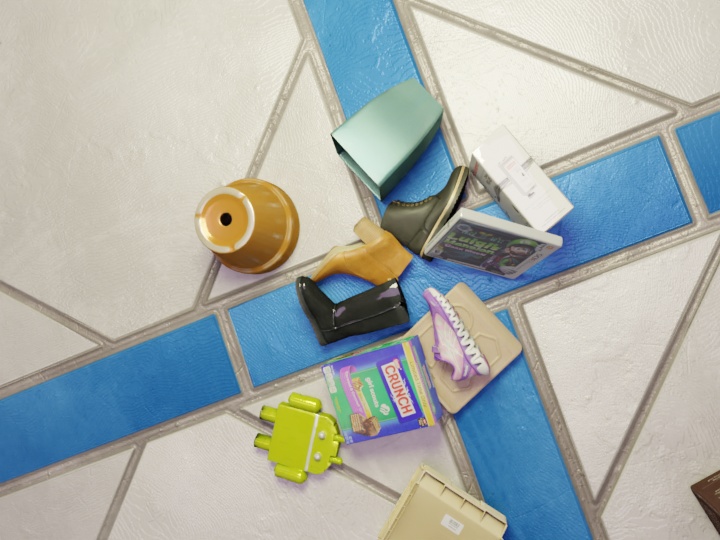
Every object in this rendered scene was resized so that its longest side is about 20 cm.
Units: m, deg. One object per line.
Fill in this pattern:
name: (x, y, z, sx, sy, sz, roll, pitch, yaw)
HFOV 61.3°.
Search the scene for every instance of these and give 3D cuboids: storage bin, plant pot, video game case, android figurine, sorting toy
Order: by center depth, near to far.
video game case: (0.240, -0.044, 1.131, 0.197, 0.182, 0.024, 15, 67, -10)
storage bin: (0.160, 0.521, 1.210, 0.198, 0.094, 0.201, 31, 94, 9)
plant pot: (0.065, -0.269, 1.210, 0.200, 0.141, 0.142, -43, 83, -1)
plant pot: (-0.241, -0.094, 1.234, 0.196, 0.183, 0.204, 0, 90, 9)
sorting toy: (0.197, 0.156, 1.238, 0.200, 0.036, 0.185, -43, 83, 2)
android figurine: (-0.125, 0.355, 1.286, 0.197, 0.041, 0.185, 14, 92, 11)

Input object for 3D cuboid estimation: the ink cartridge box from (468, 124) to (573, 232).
ink cartridge box: (0.299, -0.161, 1.161, 0.082, 0.146, 0.201, -39, 83, 4)

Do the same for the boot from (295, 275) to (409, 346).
boot: (-0.014, 0.058, 1.231, 0.197, 0.066, 0.167, -16, 117, 16)

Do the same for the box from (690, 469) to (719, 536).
box: (0.724, 0.442, 1.060, 0.165, 0.200, 0.166, -32, 85, 9)

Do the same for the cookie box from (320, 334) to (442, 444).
cookie box: (0.043, 0.238, 1.216, 0.197, 0.075, 0.174, -19, 90, 21)

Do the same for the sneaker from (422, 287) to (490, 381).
sneaker: (0.169, 0.131, 1.188, 0.088, 0.080, 0.202, -32, 85, 11)

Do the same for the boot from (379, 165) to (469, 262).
boot: (0.125, -0.139, 1.231, 0.137, 0.077, 0.202, 27, 93, 13)

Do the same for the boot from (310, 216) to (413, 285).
boot: (0.000, -0.001, 1.255, 0.144, 0.071, 0.201, 42, 114, -11)
